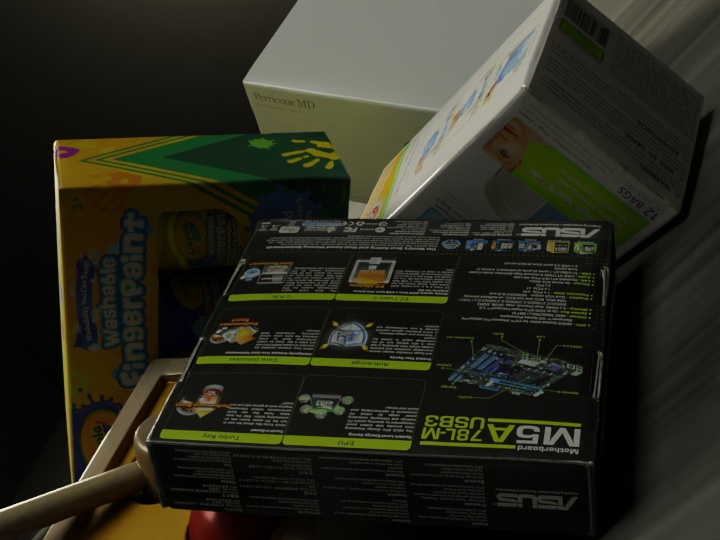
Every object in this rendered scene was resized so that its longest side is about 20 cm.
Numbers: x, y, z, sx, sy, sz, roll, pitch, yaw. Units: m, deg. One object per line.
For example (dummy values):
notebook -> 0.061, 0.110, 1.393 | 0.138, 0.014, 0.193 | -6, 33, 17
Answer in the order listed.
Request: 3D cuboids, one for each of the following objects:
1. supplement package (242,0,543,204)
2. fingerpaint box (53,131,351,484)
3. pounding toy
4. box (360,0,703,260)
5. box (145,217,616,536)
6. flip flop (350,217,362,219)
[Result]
supplement package -> 0.042, -0.137, 0.944 | 0.157, 0.197, 0.112 | -60, -31, -33
fingerpaint box -> -0.097, 0.026, 0.764 | 0.074, 0.164, 0.203 | -119, 30, -59
pounding toy -> -0.089, 0.127, 0.653 | 0.197, 0.144, 0.185 | -4, 37, 26
box -> 0.089, -0.047, 0.744 | 0.200, 0.112, 0.102 | -42, 17, 46
box -> 0.021, 0.040, 0.613 | 0.194, 0.196, 0.048 | -72, -22, -53
flip flop -> 0.000, 0.000, 0.863 | 0.197, 0.082, 0.058 | -11, -9, -22
